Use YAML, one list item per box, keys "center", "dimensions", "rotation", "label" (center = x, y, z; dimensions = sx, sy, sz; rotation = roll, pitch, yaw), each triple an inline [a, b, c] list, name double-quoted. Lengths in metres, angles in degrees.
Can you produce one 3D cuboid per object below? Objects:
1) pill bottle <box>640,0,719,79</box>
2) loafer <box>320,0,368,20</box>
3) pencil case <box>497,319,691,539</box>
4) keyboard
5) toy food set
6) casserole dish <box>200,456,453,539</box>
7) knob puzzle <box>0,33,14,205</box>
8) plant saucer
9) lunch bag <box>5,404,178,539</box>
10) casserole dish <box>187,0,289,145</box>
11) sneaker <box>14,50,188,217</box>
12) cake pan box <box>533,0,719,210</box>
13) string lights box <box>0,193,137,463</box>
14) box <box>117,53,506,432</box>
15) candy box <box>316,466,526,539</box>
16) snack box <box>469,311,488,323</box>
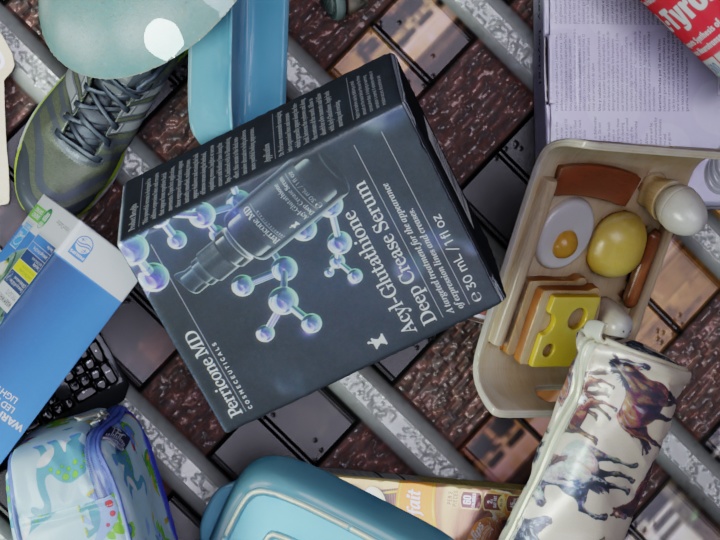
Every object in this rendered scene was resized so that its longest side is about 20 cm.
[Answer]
- center: [0.223, -0.222, 1.440]
  dimensions: [0.200, 0.112, 0.112]
  rotation: [44, 84, -3]
  label: "pill bottle"
- center: [-0.021, -0.274, 1.481]
  dimensions: [0.063, 0.072, 0.201]
  rotation: [-17, 89, -13]
  label: "loafer"
- center: [0.144, 0.132, 1.413]
  dimensions: [0.089, 0.078, 0.201]
  rotation: [15, 101, -38]
  label: "pencil case"
- center: [-0.263, 0.089, 1.455]
  dimensions: [0.199, 0.040, 0.104]
  rotation: [-31, 94, -8]
  label: "keyboard"
- center: [0.166, 0.006, 1.444]
  dimensions: [0.143, 0.060, 0.201]
  rotation: [1, 115, -38]
  label: "toy food set"
- center: [-0.019, 0.203, 1.404]
  dimensions: [0.199, 0.039, 0.122]
  rotation: [26, 100, 12]
  label: "casserole dish"
- center: [-0.332, -0.135, 1.454]
  dimensions: [0.218, 0.030, 0.221]
  rotation: [0, 89, -7]
  label: "knob puzzle"
- center: [-0.144, -0.222, 1.409]
  dimensions: [0.039, 0.201, 0.202]
  rotation: [35, 83, -48]
  label: "plant saucer"
- center: [-0.162, 0.191, 1.405]
  dimensions: [0.082, 0.161, 0.201]
  rotation: [-15, 94, 3]
  label: "lunch bag"
- center: [-0.083, -0.159, 1.450]
  dimensions: [0.039, 0.121, 0.201]
  rotation: [2, 90, 15]
  label: "casserole dish"
- center: [-0.170, -0.122, 1.449]
  dimensions: [0.074, 0.081, 0.201]
  rotation: [29, 86, -6]
  label: "sneaker"
- center: [0.212, -0.141, 1.517]
  dimensions: [0.183, 0.052, 0.201]
  rotation: [-2, 89, -10]
  label: "cake pan box"
- center: [-0.230, 0.055, 1.392]
  dimensions: [0.059, 0.103, 0.200]
  rotation: [38, 85, -24]
  label: "string lights box"
- center: [-0.032, -0.019, 1.367]
  dimensions: [0.199, 0.107, 0.149]
  rotation: [-26, 112, 7]
  label: "box"
- center: [0.029, 0.199, 1.483]
  dimensions: [0.199, 0.055, 0.116]
  rotation: [5, 89, -8]
  label: "candy box"
- center: [0.000, 0.000, 1.474]
  dimensions: [0.199, 0.072, 0.024]
  rotation: [16, 88, -7]
  label: "snack box"
